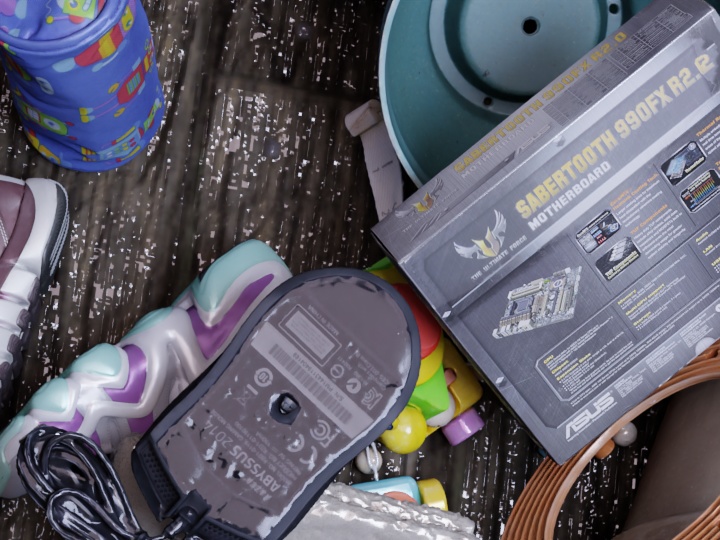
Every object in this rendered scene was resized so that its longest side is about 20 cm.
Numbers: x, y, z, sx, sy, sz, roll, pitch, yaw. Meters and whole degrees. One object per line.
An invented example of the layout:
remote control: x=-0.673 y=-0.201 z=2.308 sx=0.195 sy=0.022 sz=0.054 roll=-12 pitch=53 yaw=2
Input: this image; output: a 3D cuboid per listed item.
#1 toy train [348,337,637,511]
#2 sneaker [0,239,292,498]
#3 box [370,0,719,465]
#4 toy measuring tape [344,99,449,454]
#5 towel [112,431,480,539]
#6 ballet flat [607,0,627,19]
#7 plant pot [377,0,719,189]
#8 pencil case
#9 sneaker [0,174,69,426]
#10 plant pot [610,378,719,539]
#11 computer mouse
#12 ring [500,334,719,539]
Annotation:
toy train: x=0.064 y=0.109 z=1.080 sx=0.150 sy=0.056 sz=0.200 roll=30 pitch=74 yaw=-4
sneaker: x=-0.087 y=0.090 z=1.042 sx=0.200 sy=0.078 sz=0.140 roll=-37 pitch=87 yaw=-15
box: x=0.129 y=-0.020 z=1.006 sx=0.200 sy=0.048 sz=0.158 roll=-40 pitch=118 yaw=1
toy measuring tape: x=0.000 y=0.000 z=1.047 sx=0.073 sy=0.074 sz=0.200 roll=-6 pitch=71 yaw=-12
towel: x=-0.046 y=0.162 z=1.023 sx=0.200 sy=0.034 sz=0.133 roll=17 pitch=109 yaw=-10
ballet flat: x=0.217 y=-0.127 z=1.158 sx=0.200 sy=0.069 sz=0.069 roll=44 pitch=74 yaw=1
plant pot: x=0.101 y=-0.123 z=1.075 sx=0.200 sy=0.134 sz=0.201 roll=-2 pitch=108 yaw=-6
pencil case: x=-0.150 y=-0.115 z=1.011 sx=0.087 sy=0.200 sz=0.078 roll=24 pitch=76 yaw=7
sneaker: x=-0.234 y=0.031 z=1.035 sx=0.115 sy=0.076 sz=0.200 roll=18 pitch=65 yaw=-2
plant pot: x=0.220 y=0.130 z=1.053 sx=0.200 sy=0.200 sz=0.175 roll=15 pitch=59 yaw=-8
computer mouse: x=-0.057 y=0.079 z=0.968 sx=0.200 sy=0.053 sz=0.139 roll=-42 pitch=87 yaw=-12
ring: x=0.148 y=0.105 z=0.983 sx=0.019 sy=0.200 sz=0.200 roll=45 pitch=73 yaw=-17
